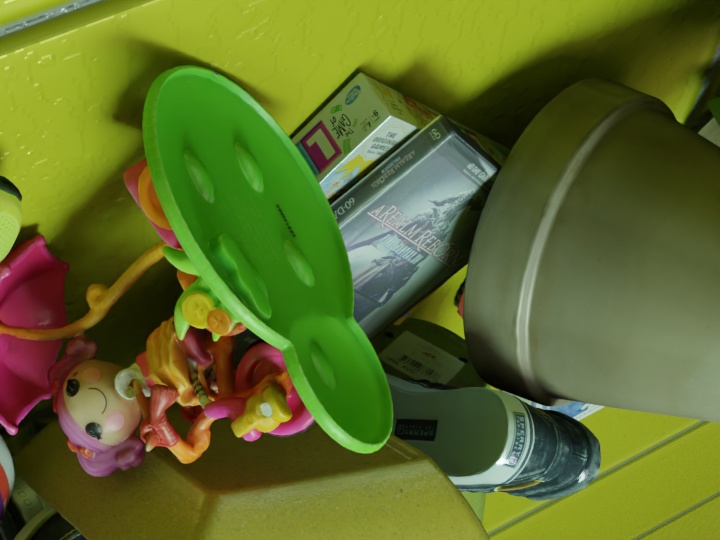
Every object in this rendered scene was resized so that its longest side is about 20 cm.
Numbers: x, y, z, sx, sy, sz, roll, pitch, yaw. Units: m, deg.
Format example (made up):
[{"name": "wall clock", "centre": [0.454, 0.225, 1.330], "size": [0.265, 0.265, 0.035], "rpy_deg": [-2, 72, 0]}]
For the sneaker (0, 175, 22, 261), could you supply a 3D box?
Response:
[{"name": "sneaker", "centre": [-0.219, 0.041, 0.689], "size": [0.200, 0.090, 0.078], "rpy_deg": [-46, 150, 4]}]

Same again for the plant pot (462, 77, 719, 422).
[{"name": "plant pot", "centre": [0.186, 0.005, 0.891], "size": [0.200, 0.173, 0.202], "rpy_deg": [-34, 134, -43]}]

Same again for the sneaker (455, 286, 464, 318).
[{"name": "sneaker", "centre": [0.133, 0.002, 1.024], "size": [0.070, 0.094, 0.200], "rpy_deg": [-17, 150, -30]}]

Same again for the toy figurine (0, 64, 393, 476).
[{"name": "toy figurine", "centre": [-0.106, 0.033, 0.741], "size": [0.183, 0.201, 0.150], "rpy_deg": [-30, 178, 24]}]

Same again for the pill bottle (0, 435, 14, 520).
[{"name": "pill bottle", "centre": [-0.247, 0.156, 0.727], "size": [0.111, 0.201, 0.113], "rpy_deg": [7, 135, 7]}]

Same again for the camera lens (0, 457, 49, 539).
[{"name": "camera lens", "centre": [-0.192, 0.197, 0.915], "size": [0.160, 0.161, 0.200], "rpy_deg": [-41, 153, 16]}]

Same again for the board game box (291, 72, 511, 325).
[{"name": "board game box", "centre": [0.012, -0.035, 0.894], "size": [0.134, 0.034, 0.199], "rpy_deg": [-43, 152, 18]}]

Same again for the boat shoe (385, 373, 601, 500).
[{"name": "boat shoe", "centre": [0.049, 0.106, 0.930], "size": [0.090, 0.199, 0.072], "rpy_deg": [21, 78, -39]}]

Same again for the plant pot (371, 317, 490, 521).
[{"name": "plant pot", "centre": [0.016, 0.141, 1.061], "size": [0.186, 0.187, 0.201], "rpy_deg": [-9, 130, -40]}]

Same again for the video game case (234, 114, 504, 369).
[{"name": "video game case", "centre": [0.000, 0.000, 0.881], "size": [0.200, 0.019, 0.143], "rpy_deg": [-38, 154, 12]}]

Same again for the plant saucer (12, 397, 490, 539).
[{"name": "plant saucer", "centre": [-0.059, 0.107, 0.821], "size": [0.199, 0.199, 0.049], "rpy_deg": [-3, 108, -37]}]

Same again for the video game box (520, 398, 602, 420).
[{"name": "video game box", "centre": [0.206, 0.055, 1.254], "size": [0.181, 0.047, 0.201], "rpy_deg": [-29, 154, -15]}]

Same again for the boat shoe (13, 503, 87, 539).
[{"name": "boat shoe", "centre": [-0.119, 0.150, 0.829], "size": [0.067, 0.073, 0.200], "rpy_deg": [-11, -179, 30]}]

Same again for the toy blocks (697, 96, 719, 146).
[{"name": "toy blocks", "centre": [0.298, -0.086, 1.083], "size": [0.199, 0.101, 0.137], "rpy_deg": [-18, 161, -29]}]
